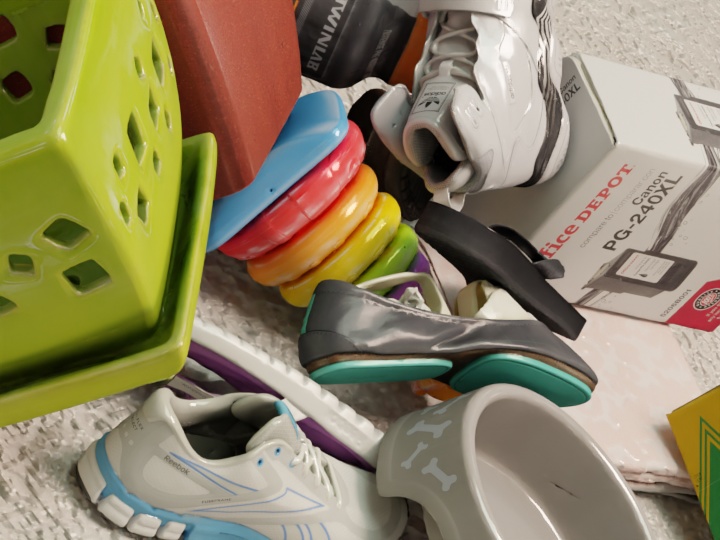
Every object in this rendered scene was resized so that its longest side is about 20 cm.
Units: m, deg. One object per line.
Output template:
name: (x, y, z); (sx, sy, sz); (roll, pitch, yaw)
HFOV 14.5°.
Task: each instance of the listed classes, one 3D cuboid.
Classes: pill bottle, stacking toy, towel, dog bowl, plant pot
pill bottle: (-0.039, -0.180, 1.747); (0.200, 0.106, 0.106); (24, 34, -2)
stacking toy: (0.000, 0.000, 1.671); (0.200, 0.116, 0.110); (47, 7, -14)
towel: (0.131, 0.060, 1.790); (0.200, 0.032, 0.191); (11, 43, -36)
dog bowl: (0.097, 0.152, 1.577); (0.200, 0.059, 0.200); (37, 32, -28)
plant pot: (-0.181, -0.036, 1.421); (0.200, 0.199, 0.182); (-85, 152, -49)
plant pot: (-0.139, -0.130, 1.576); (0.176, 0.200, 0.200); (64, 23, -22)

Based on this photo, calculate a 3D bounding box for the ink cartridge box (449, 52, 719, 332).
ink cartridge box: (0.181, -0.047, 1.802); (0.200, 0.145, 0.083); (11, 45, -35)

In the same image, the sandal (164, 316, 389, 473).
sandal: (-0.068, 0.069, 1.562); (0.203, 0.050, 0.082); (31, -11, -17)

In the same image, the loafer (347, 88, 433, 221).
loafer: (0.020, -0.077, 1.790); (0.071, 0.073, 0.200); (22, 5, 6)

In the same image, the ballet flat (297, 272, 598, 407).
ballet flat: (0.052, 0.036, 1.614); (0.200, 0.073, 0.073); (7, 44, -32)

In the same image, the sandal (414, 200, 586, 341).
sandal: (0.093, -0.004, 1.677); (0.076, 0.043, 0.200); (26, -7, 22)

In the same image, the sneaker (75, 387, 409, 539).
sneaker: (-0.046, 0.108, 1.509); (0.200, 0.087, 0.075); (13, 39, -36)

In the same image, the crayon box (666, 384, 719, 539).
crayon box: (0.303, 0.156, 1.784); (0.200, 0.058, 0.173); (2, 60, -44)

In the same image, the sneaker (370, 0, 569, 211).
sneaker: (0.061, -0.133, 1.667); (0.115, 0.075, 0.200); (-30, 114, -48)
